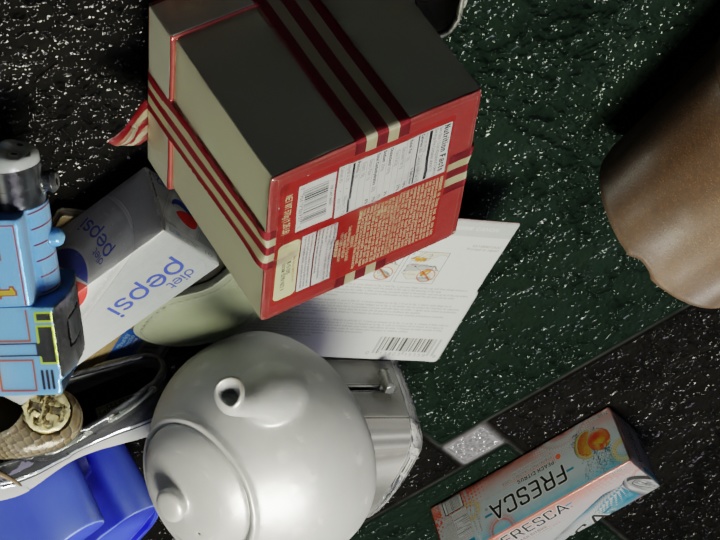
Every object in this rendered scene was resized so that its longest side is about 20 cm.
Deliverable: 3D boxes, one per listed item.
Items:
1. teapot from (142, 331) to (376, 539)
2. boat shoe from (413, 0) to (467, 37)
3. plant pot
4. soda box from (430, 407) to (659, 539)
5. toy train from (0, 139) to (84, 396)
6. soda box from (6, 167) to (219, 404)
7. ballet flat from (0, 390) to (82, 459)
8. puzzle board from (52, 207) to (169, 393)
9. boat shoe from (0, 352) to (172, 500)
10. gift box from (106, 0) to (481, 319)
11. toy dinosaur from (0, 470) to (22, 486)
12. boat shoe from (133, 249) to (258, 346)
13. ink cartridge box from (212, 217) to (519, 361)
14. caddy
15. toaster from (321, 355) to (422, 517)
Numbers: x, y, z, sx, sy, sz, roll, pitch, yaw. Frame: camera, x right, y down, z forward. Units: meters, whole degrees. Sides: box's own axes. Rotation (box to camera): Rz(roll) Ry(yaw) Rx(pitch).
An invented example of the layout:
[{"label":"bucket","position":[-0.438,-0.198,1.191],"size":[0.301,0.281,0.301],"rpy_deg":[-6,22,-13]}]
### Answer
[{"label":"teapot","position":[-0.096,0.153,1.783],"size":[0.197,0.201,0.146],"rpy_deg":[-1,-159,46]},{"label":"boat shoe","position":[0.051,-0.236,1.544],"size":[0.070,0.064,0.200],"rpy_deg":[-13,143,-7]},{"label":"plant pot","position":[0.294,-0.084,1.751],"size":[0.200,0.201,0.198],"rpy_deg":[15,139,-37]},{"label":"soda box","position":[0.167,0.208,2.160],"size":[0.199,0.064,0.068],"rpy_deg":[-31,142,17]},{"label":"toy train","position":[-0.256,-0.006,1.634],"size":[0.114,0.087,0.201],"rpy_deg":[-2,113,6]},{"label":"soda box","position":[-0.203,0.013,1.723],"size":[0.200,0.064,0.068],"rpy_deg":[-34,141,19]},{"label":"ballet flat","position":[-0.308,0.097,1.778],"size":[0.199,0.068,0.046],"rpy_deg":[10,148,1]},{"label":"puzzle board","position":[-0.200,0.026,1.810],"size":[0.150,0.017,0.200],"rpy_deg":[7,137,-32]},{"label":"boat shoe","position":[-0.238,0.116,1.835],"size":[0.199,0.072,0.068],"rpy_deg":[-18,147,-5]},{"label":"gift box","position":[-0.052,-0.106,1.559],"size":[0.199,0.187,0.185],"rpy_deg":[-20,148,-24]},{"label":"toy dinosaur","position":[-0.365,0.139,1.802],"size":[0.199,0.061,0.106],"rpy_deg":[-2,180,39]},{"label":"boat shoe","position":[-0.096,-0.002,1.749],"size":[0.072,0.061,0.201],"rpy_deg":[21,145,-36]},{"label":"ink cartridge box","position":[0.000,0.000,1.840],"size":[0.199,0.044,0.174],"rpy_deg":[4,137,-26]},{"label":"caddy","position":[-0.259,0.202,1.937],"size":[0.141,0.105,0.200],"rpy_deg":[-9,148,-51]},{"label":"toaster","position":[-0.035,0.144,1.950],"size":[0.129,0.114,0.200],"rpy_deg":[-2,144,-25]}]
